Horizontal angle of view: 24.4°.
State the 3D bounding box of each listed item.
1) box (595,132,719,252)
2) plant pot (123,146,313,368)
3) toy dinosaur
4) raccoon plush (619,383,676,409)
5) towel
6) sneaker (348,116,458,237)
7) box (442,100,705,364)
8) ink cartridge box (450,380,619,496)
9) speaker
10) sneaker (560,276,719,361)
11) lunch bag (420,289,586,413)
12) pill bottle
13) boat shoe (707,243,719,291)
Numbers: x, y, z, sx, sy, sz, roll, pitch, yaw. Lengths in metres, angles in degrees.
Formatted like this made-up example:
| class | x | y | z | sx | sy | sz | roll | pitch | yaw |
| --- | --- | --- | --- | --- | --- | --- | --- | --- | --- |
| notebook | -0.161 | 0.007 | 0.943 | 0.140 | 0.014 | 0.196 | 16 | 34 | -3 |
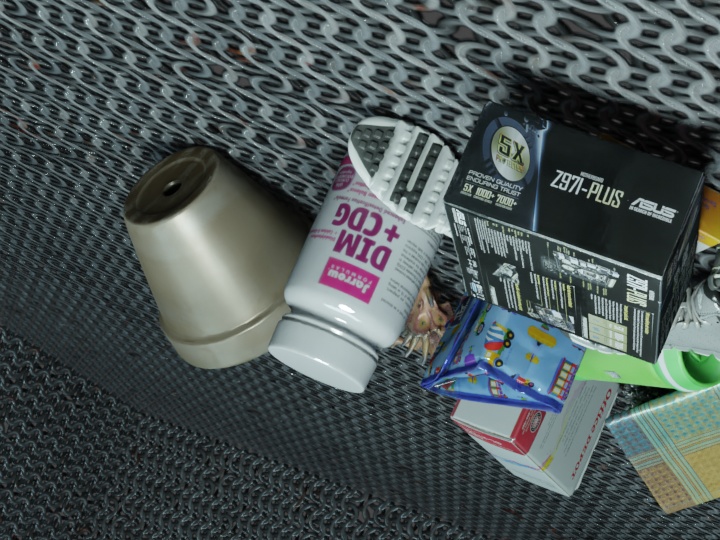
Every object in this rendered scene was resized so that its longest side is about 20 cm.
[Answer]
| class | x | y | z | sx | sy | sz | roll | pitch | yaw |
| --- | --- | --- | --- | --- | --- | --- | --- | --- | --- |
| box | 0.202 | -0.045 | 1.327 | 0.119 | 0.042 | 0.200 | 26 | 164 | -7 |
| plant pot | -0.154 | -0.027 | 1.735 | 0.200 | 0.200 | 0.174 | 10 | 144 | 46 |
| toy dinosaur | 0.103 | 0.089 | 1.832 | 0.200 | 0.086 | 0.136 | 41 | 175 | -11 |
| raccoon plush | 0.319 | 0.094 | 1.631 | 0.200 | 0.134 | 0.097 | 53 | -164 | 24 |
| towel | 0.348 | 0.151 | 1.555 | 0.200 | 0.022 | 0.147 | -22 | 124 | 22 |
| sneaker | 0.067 | -0.065 | 1.426 | 0.200 | 0.075 | 0.081 | 32 | 176 | -21 |
| box | 0.158 | -0.024 | 1.221 | 0.163 | 0.086 | 0.200 | 20 | 164 | 16 |
| ink cartridge box | 0.193 | 0.142 | 1.813 | 0.083 | 0.146 | 0.200 | 17 | 164 | 32 |
| speaker | 0.255 | 0.066 | 1.556 | 0.088 | 0.089 | 0.200 | 32 | 165 | -28 |
| sneaker | 0.265 | 0.025 | 1.403 | 0.199 | 0.075 | 0.116 | 6 | 160 | 4 |
| lunch bag | 0.133 | 0.047 | 1.550 | 0.094 | 0.151 | 0.200 | 29 | 165 | -17 |
| pill bottle | 0.000 | 0.000 | 1.494 | 0.113 | 0.200 | 0.113 | 22 | 166 | 6 |
| boat shoe | 0.360 | 0.019 | 1.244 | 0.199 | 0.068 | 0.072 | 20 | 164 | 10 |
